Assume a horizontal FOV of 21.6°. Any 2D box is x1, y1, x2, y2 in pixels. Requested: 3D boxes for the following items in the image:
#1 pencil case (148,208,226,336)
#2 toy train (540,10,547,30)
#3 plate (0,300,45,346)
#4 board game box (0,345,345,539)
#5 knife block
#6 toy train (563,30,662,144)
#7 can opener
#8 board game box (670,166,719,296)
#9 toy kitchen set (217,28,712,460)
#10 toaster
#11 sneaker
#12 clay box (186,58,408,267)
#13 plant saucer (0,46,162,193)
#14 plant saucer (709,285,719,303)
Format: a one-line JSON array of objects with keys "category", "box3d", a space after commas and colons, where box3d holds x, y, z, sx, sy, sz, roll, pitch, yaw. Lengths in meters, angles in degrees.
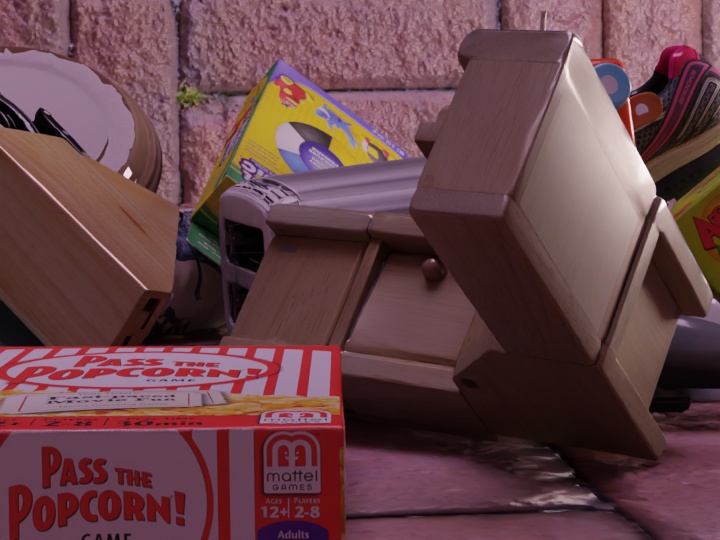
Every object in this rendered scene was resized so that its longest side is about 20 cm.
[{"category": "pencil case", "box3d": [-0.090, -0.008, 1.226, 0.078, 0.090, 0.200, 21, 16, 35]}, {"category": "toy train", "box3d": [0.071, -0.061, 1.212, 0.115, 0.201, 0.085, -4, 4, 13]}, {"category": "plate", "box3d": [-0.220, 0.007, 0.990, 0.200, 0.026, 0.200, 29, 21, -12]}, {"category": "board game box", "box3d": [-0.081, 0.061, 0.662, 0.151, 0.046, 0.200, 0, 5, -1]}, {"category": "knife block", "box3d": [-0.186, -0.033, 0.995, 0.175, 0.064, 0.200, 27, 17, -13]}, {"category": "toy train", "box3d": [0.115, -0.027, 0.958, 0.055, 0.151, 0.200, -5, -14, -13]}, {"category": "can opener", "box3d": [0.076, 0.034, 0.857, 0.199, 0.053, 0.067, -2, -27, 6]}, {"category": "board game box", "box3d": [0.213, -0.043, 0.979, 0.102, 0.048, 0.200, -41, -3, 11]}, {"category": "toy kitchen set", "box3d": [0.030, -0.046, 0.769, 0.200, 0.163, 0.180, 6, -29, 32]}, {"category": "toaster", "box3d": [0.000, 0.000, 1.015, 0.129, 0.114, 0.200, -6, 8, -16]}, {"category": "sneaker", "box3d": [0.129, -0.059, 1.115, 0.200, 0.075, 0.081, -31, 17, 0]}, {"category": "clay box", "box3d": [-0.038, -0.048, 1.215, 0.115, 0.048, 0.200, 36, 29, -12]}, {"category": "plant saucer", "box3d": [-0.221, -0.074, 1.146, 0.200, 0.030, 0.200, 3, 44, -3]}, {"category": "plant saucer", "box3d": [0.230, 0.024, 1.066, 0.199, 0.048, 0.200, 4, 6, 41]}]
